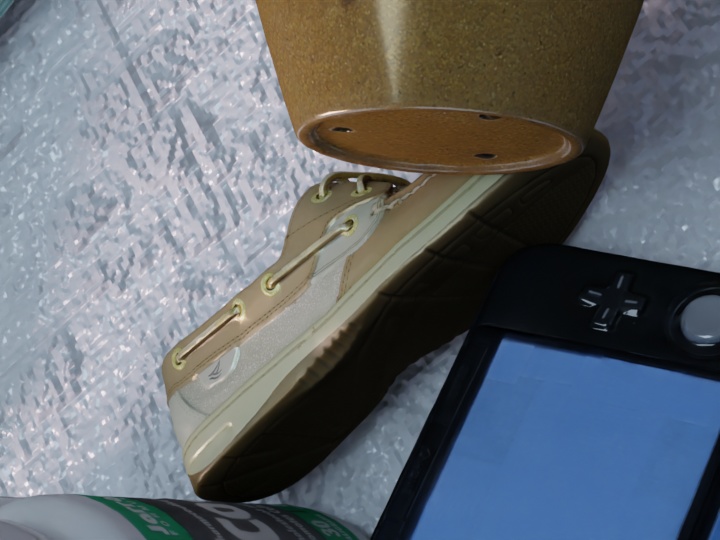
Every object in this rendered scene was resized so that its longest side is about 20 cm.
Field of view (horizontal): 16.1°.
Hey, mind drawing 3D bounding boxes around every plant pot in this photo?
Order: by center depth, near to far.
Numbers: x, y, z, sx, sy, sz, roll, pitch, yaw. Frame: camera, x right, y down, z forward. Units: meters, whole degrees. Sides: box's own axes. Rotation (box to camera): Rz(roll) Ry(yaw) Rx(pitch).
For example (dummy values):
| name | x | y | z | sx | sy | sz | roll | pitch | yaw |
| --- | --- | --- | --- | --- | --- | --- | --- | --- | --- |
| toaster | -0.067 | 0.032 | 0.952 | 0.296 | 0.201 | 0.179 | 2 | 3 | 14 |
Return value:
| name | x | y | z | sx | sy | sz | roll | pitch | yaw |
| --- | --- | --- | --- | --- | --- | --- | --- | --- | --- |
| plant pot | 0.029 | -0.138 | 0.817 | 0.186 | 0.186 | 0.201 | -3 | 79 | 35 |

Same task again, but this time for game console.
| name | x | y | z | sx | sy | sz | roll | pitch | yaw |
| --- | --- | --- | --- | --- | --- | --- | --- | --- | --- |
| game console | 0.077 | 0.055 | 0.757 | 0.175 | 0.117 | 0.201 | 11 | 57 | 27 |

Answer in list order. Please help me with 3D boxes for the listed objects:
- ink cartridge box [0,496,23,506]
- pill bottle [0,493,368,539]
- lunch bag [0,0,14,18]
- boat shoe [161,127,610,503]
| name | x | y | z | sx | sy | sz | roll | pitch | yaw |
| --- | --- | --- | --- | --- | --- | --- | --- | --- | --- |
| ink cartridge box | -0.184 | 0.186 | 0.981 | 0.066 | 0.116 | 0.201 | -3 | 82 | 36 |
| pill bottle | -0.079 | 0.134 | 0.860 | 0.113 | 0.200 | 0.114 | -5 | 82 | 34 |
| lunch bag | -0.187 | -0.168 | 1.048 | 0.200 | 0.077 | 0.161 | -47 | 62 | 22 |
| boat shoe | 0.000 | 0.000 | 0.898 | 0.200 | 0.074 | 0.067 | -41 | 61 | 19 |
